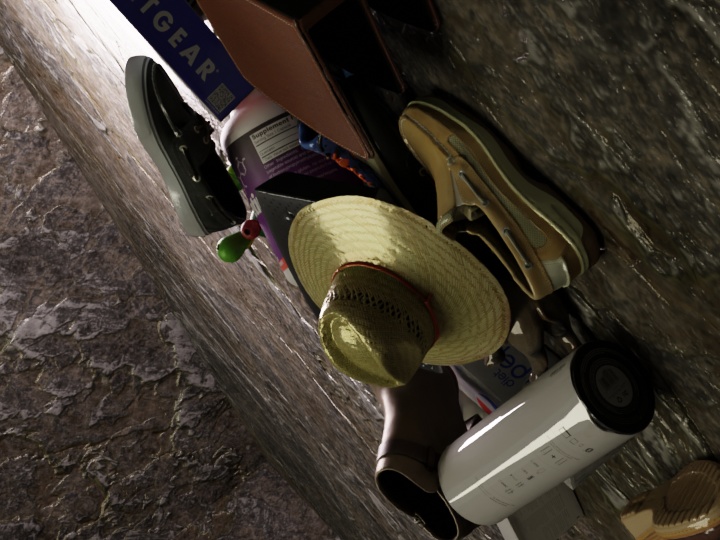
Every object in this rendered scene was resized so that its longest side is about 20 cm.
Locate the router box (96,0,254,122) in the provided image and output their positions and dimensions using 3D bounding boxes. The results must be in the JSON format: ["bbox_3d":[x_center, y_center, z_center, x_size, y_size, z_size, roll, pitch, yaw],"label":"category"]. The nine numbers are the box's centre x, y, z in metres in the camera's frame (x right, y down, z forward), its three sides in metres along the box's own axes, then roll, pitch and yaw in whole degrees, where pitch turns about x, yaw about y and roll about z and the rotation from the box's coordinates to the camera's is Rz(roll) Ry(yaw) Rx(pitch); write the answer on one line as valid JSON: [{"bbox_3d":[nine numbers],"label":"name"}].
[{"bbox_3d":[-0.197,-0.239,1.209,0.200,0.049,0.179,48,177,-36],"label":"router box"}]

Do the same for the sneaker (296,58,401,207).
[{"bbox_3d":[-0.016,-0.119,1.183,0.075,0.078,0.200,34,157,55],"label":"sneaker"}]

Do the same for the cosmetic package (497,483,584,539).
[{"bbox_3d":[0.162,0.208,1.423,0.051,0.082,0.200,40,161,51],"label":"cosmetic package"}]

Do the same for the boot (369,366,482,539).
[{"bbox_3d":[0.045,0.144,1.218,0.200,0.146,0.070,40,123,1],"label":"boot"}]

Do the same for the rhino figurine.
[{"bbox_3d":[0.113,0.036,1.175,0.200,0.060,0.088,18,142,61],"label":"rhino figurine"}]

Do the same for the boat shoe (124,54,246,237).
[{"bbox_3d":[-0.157,-0.115,1.249,0.069,0.056,0.201,-85,-18,-45],"label":"boat shoe"}]

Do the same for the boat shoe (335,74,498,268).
[{"bbox_3d":[0.046,-0.079,1.120,0.202,0.063,0.074,55,-177,-14],"label":"boat shoe"}]

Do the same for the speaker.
[{"bbox_3d":[0.144,0.135,1.107,0.081,0.081,0.200,51,138,7],"label":"speaker"}]

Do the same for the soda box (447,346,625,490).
[{"bbox_3d":[0.145,0.104,1.241,0.200,0.068,0.064,41,163,40],"label":"soda box"}]

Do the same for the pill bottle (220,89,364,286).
[{"bbox_3d":[-0.057,-0.094,1.277,0.201,0.112,0.112,63,167,4],"label":"pill bottle"}]

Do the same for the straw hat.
[{"bbox_3d":[0.013,0.042,1.083,0.200,0.085,0.202,17,143,13],"label":"straw hat"}]

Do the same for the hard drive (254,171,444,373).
[{"bbox_3d":[0.000,0.000,1.161,0.134,0.042,0.200,13,144,35],"label":"hard drive"}]

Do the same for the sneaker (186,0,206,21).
[{"bbox_3d":[-0.143,-0.272,1.222,0.079,0.078,0.200,49,169,-11],"label":"sneaker"}]

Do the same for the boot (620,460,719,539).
[{"bbox_3d":[0.303,0.230,1.083,0.166,0.072,0.200,40,165,3],"label":"boot"}]

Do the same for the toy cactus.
[{"bbox_3d":[-0.081,-0.096,1.375,0.164,0.201,0.103,7,137,11],"label":"toy cactus"}]

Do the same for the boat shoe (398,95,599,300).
[{"bbox_3d":[0.084,-0.055,1.015,0.200,0.076,0.072,44,165,34],"label":"boat shoe"}]

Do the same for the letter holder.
[{"bbox_3d":[-0.031,-0.185,1.025,0.200,0.100,0.142,37,162,49],"label":"letter holder"}]

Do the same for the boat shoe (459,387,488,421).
[{"bbox_3d":[0.097,0.097,1.384,0.200,0.065,0.072,-105,5,-73],"label":"boat shoe"}]
